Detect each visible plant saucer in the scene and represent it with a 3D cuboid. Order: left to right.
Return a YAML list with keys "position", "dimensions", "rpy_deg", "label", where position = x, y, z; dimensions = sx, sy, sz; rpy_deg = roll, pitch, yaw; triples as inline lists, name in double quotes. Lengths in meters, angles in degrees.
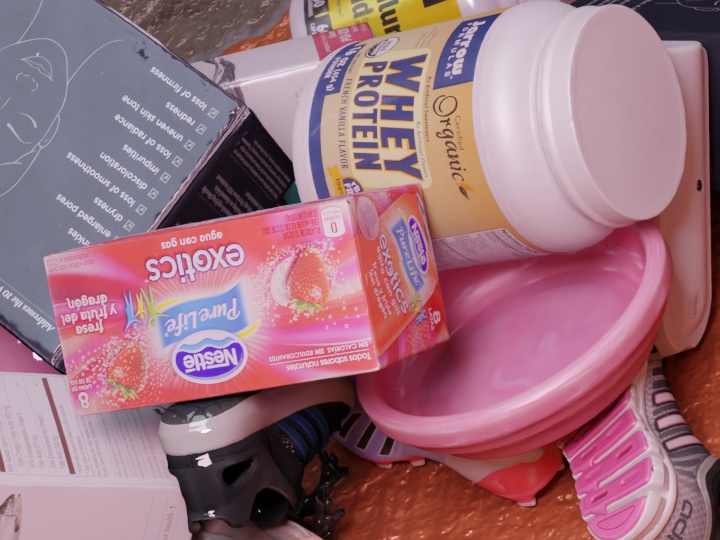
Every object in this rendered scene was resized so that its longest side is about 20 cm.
- position: [0.094, 0.040, 1.445]
  dimensions: [0.199, 0.051, 0.201]
  rpy_deg: [-25, 28, 14]
  label: "plant saucer"

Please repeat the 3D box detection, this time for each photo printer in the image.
- position: [0.138, -0.043, 1.543]
  dimensions: [0.166, 0.202, 0.069]
  rpy_deg: [7, 15, 39]
  label: "photo printer"

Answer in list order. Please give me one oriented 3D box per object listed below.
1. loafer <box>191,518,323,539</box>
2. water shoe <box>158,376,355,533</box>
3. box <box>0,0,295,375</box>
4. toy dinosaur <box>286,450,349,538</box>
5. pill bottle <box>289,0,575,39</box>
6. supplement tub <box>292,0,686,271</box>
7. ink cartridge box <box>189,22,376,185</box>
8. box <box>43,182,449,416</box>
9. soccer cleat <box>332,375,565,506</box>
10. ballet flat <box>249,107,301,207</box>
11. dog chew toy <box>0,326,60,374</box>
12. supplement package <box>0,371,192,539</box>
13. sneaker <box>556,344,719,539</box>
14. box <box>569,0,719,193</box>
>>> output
- position: [-0.071, 0.166, 1.488]
  dimensions: [0.062, 0.072, 0.200]
  rpy_deg: [-21, 14, -16]
  label: "loafer"
- position: [-0.059, 0.106, 1.440]
  dimensions: [0.071, 0.080, 0.200]
  rpy_deg: [-8, 1, 25]
  label: "water shoe"
- position: [-0.182, -0.056, 1.574]
  dimensions: [0.200, 0.124, 0.197]
  rpy_deg: [36, 84, 23]
  label: "box"
- position: [-0.047, 0.160, 1.553]
  dimensions: [0.088, 0.047, 0.201]
  rpy_deg: [-42, 35, 17]
  label: "toy dinosaur"
- position: [0.057, -0.187, 1.838]
  dimensions: [0.199, 0.112, 0.112]
  rpy_deg: [-18, 37, 18]
  label: "pill bottle"
- position: [0.075, -0.077, 1.447]
  dimensions: [0.199, 0.145, 0.145]
  rpy_deg: [-9, 40, 38]
  label: "supplement tub"
- position: [-0.070, -0.074, 1.720]
  dimensions: [0.198, 0.147, 0.085]
  rpy_deg: [-14, 20, -3]
  label: "ink cartridge box"
- position: [-0.064, 0.016, 1.397]
  dimensions: [0.199, 0.095, 0.102]
  rpy_deg: [-10, 3, 26]
  label: "box"
- position: [0.043, 0.088, 1.544]
  dimensions: [0.199, 0.077, 0.067]
  rpy_deg: [17, 57, 47]
  label: "soccer cleat"
- position: [-0.053, -0.018, 1.665]
  dimensions: [0.062, 0.201, 0.067]
  rpy_deg: [-30, 7, 15]
  label: "ballet flat"
- position: [-0.218, 0.063, 1.671]
  dimensions: [0.198, 0.125, 0.125]
  rpy_deg: [-9, 40, 16]
  label: "dog chew toy"
- position: [-0.207, 0.137, 1.460]
  dimensions: [0.198, 0.118, 0.118]
  rpy_deg: [3, 31, -21]
  label: "supplement package"
- position: [0.166, 0.107, 1.428]
  dimensions: [0.074, 0.087, 0.200]
  rpy_deg: [-43, 24, 20]
  label: "sneaker"
- position: [0.230, -0.126, 1.597]
  dimensions: [0.199, 0.108, 0.148]
  rpy_deg: [6, 26, 42]
  label: "box"
